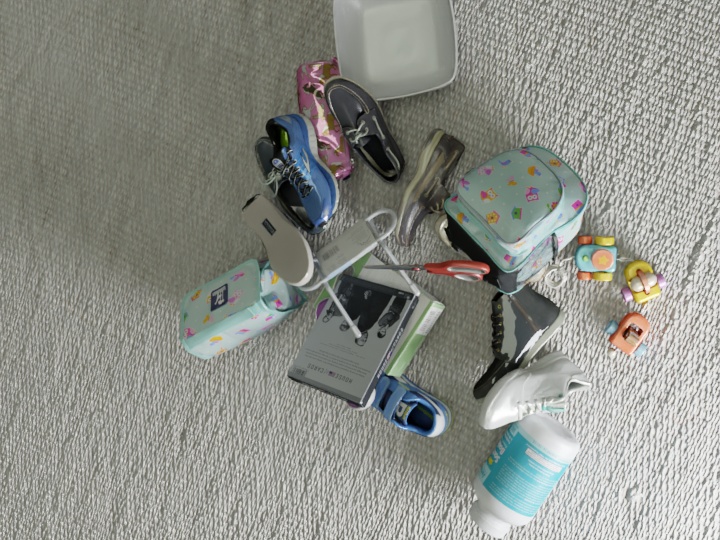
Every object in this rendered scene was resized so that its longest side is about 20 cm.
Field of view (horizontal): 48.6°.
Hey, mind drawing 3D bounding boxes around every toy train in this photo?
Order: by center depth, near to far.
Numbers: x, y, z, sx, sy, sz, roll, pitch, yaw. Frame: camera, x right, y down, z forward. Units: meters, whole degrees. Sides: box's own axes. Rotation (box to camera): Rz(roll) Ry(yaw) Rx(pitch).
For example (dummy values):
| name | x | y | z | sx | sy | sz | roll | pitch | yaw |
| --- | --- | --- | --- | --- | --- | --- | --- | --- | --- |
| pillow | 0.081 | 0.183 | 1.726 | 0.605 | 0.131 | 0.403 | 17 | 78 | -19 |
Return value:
| name | x | y | z | sx | sy | sz | roll | pitch | yaw |
| --- | --- | --- | --- | --- | --- | --- | --- | --- | --- |
| toy train | 0.393 | 0.038 | 1.248 | 0.199 | 0.056 | 0.151 | 41 | 99 | 2 |

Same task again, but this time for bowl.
| name | x | y | z | sx | sy | sz | roll | pitch | yaw |
| --- | --- | --- | --- | --- | --- | --- | --- | --- | --- |
| bowl | 0.062 | -0.379 | 1.301 | 0.197 | 0.075 | 0.203 | -7 | 92 | 15 |

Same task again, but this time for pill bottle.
| name | x | y | z | sx | sy | sz | roll | pitch | yaw |
| --- | --- | --- | --- | --- | --- | --- | --- | --- | --- |
| pill bottle | 0.255 | 0.328 | 1.283 | 0.110 | 0.111 | 0.202 | 33 | 100 | 10 |

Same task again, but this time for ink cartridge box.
| name | x | y | z | sx | sy | sz | roll | pitch | yaw |
| --- | --- | --- | --- | --- | --- | --- | --- | --- | --- |
| ink cartridge box | 0.027 | 0.062 | 1.358 | 0.199 | 0.048 | 0.147 | 39 | 103 | 33 |

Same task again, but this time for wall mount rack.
| name | x | y | z | sx | sy | sz | roll | pitch | yaw |
| --- | --- | --- | --- | --- | --- | --- | --- | --- | --- |
| wall mount rack | 0.000 | 0.000 | 1.290 | 0.199 | 0.075 | 0.175 | -36 | 44 | 6 |

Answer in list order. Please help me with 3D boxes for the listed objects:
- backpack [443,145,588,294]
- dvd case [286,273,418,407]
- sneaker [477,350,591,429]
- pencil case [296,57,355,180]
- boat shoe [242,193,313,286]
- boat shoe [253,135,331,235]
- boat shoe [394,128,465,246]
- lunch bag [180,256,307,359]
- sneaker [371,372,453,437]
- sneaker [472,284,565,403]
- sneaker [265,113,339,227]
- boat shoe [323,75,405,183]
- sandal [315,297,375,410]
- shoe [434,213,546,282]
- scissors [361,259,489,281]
| name | x | y | z | sx | sy | sz | roll | pitch | yaw |
| --- | --- | --- | --- | --- | --- | --- | --- | --- | --- |
| backpack | 0.244 | -0.096 | 1.217 | 0.199 | 0.154 | 0.176 | -34 | 61 | -15 |
| dvd case | -0.012 | 0.108 | 1.286 | 0.149 | 0.025 | 0.202 | 15 | 65 | 32 |
| sneaker | 0.272 | 0.196 | 1.230 | 0.088 | 0.198 | 0.076 | 40 | 147 | 39 |
| pencil case | -0.060 | -0.251 | 1.338 | 0.085 | 0.083 | 0.204 | -7 | 92 | -16 |
| boat shoe | -0.117 | -0.042 | 1.327 | 0.075 | 0.093 | 0.201 | -41 | 56 | 11 |
| boat shoe | -0.125 | -0.147 | 1.371 | 0.074 | 0.062 | 0.202 | -32 | 85 | 18 |
| boat shoe | 0.114 | -0.128 | 1.306 | 0.072 | 0.074 | 0.203 | 23 | 101 | 11 |
| lunch bag | -0.200 | 0.059 | 1.330 | 0.169 | 0.200 | 0.123 | -26 | 96 | 15 |
| sneaker | 0.061 | 0.216 | 1.340 | 0.198 | 0.082 | 0.075 | 24 | 101 | 13 |
| sneaker | 0.226 | 0.111 | 1.288 | 0.106 | 0.075 | 0.201 | 40 | 92 | -4 |
| sneaker | -0.102 | -0.158 | 1.275 | 0.078 | 0.088 | 0.202 | -38 | 69 | 41 |
| boat shoe | 0.009 | -0.223 | 1.281 | 0.072 | 0.063 | 0.201 | -27 | 122 | 19 |
| sandal | -0.029 | 0.132 | 1.326 | 0.082 | 0.050 | 0.205 | -35 | 65 | 23 |
| shoe | 0.211 | -0.041 | 1.297 | 0.198 | 0.053 | 0.071 | 26 | 100 | 11 |
| scissors | 0.096 | -0.007 | 1.211 | 0.196 | 0.073 | 0.014 | 7 | 75 | 8 |
